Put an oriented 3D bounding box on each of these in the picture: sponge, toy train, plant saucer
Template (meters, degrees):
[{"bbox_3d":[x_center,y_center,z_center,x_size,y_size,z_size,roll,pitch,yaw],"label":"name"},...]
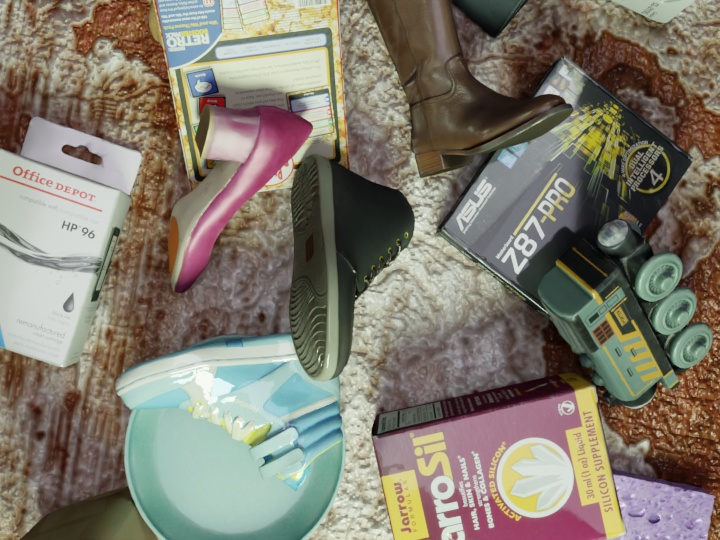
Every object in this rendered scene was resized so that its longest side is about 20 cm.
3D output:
[{"bbox_3d":[0.262,0.298,0.928,0.109,0.030,0.204,11,89,-3],"label":"sponge"},{"bbox_3d":[0.236,0.043,0.874,0.113,0.085,0.201,-39,130,0],"label":"toy train"},{"bbox_3d":[-0.112,0.161,0.887,0.195,0.036,0.205,1,81,-9],"label":"plant saucer"}]

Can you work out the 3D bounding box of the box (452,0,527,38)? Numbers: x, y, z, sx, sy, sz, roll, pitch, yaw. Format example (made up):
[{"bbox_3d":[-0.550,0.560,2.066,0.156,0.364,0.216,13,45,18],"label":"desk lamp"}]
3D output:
[{"bbox_3d":[0.153,-0.338,0.851,0.123,0.200,0.198,39,85,-1],"label":"box"}]

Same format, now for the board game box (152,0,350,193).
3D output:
[{"bbox_3d":[-0.088,-0.162,0.844,0.148,0.047,0.203,-8,130,-6],"label":"board game box"}]

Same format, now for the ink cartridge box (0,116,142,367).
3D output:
[{"bbox_3d":[-0.279,-0.030,0.872,0.114,0.068,0.204,17,87,-4],"label":"ink cartridge box"}]

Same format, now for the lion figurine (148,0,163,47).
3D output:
[{"bbox_3d":[-0.158,-0.257,0.836,0.071,0.122,0.204,0,110,29],"label":"lion figurine"}]

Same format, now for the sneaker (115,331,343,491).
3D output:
[{"bbox_3d":[-0.103,0.128,0.835,0.196,0.080,0.133,-8,81,-10],"label":"sneaker"}]

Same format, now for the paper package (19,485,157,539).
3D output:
[{"bbox_3d":[-0.215,0.299,0.804,0.101,0.200,0.194,-17,91,-4],"label":"paper package"}]

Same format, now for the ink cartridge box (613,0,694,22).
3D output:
[{"bbox_3d":[0.296,-0.350,0.890,0.081,0.146,0.204,21,87,-3],"label":"ink cartridge box"}]

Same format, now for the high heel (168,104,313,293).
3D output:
[{"bbox_3d":[-0.111,-0.057,0.862,0.094,0.068,0.203,3,125,-25],"label":"high heel"}]

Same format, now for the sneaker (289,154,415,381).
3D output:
[{"bbox_3d":[0.000,0.000,0.841,0.104,0.075,0.204,13,62,-28],"label":"sneaker"}]

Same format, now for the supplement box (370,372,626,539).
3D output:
[{"bbox_3d":[0.118,0.178,0.871,0.196,0.103,0.134,-14,90,3],"label":"supplement box"}]

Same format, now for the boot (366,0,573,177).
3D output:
[{"bbox_3d":[0.086,-0.200,0.864,0.064,0.185,0.204,-14,89,-44],"label":"boot"}]

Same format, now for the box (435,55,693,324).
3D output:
[{"bbox_3d":[0.190,-0.070,0.922,0.160,0.049,0.201,37,88,-1],"label":"box"}]
